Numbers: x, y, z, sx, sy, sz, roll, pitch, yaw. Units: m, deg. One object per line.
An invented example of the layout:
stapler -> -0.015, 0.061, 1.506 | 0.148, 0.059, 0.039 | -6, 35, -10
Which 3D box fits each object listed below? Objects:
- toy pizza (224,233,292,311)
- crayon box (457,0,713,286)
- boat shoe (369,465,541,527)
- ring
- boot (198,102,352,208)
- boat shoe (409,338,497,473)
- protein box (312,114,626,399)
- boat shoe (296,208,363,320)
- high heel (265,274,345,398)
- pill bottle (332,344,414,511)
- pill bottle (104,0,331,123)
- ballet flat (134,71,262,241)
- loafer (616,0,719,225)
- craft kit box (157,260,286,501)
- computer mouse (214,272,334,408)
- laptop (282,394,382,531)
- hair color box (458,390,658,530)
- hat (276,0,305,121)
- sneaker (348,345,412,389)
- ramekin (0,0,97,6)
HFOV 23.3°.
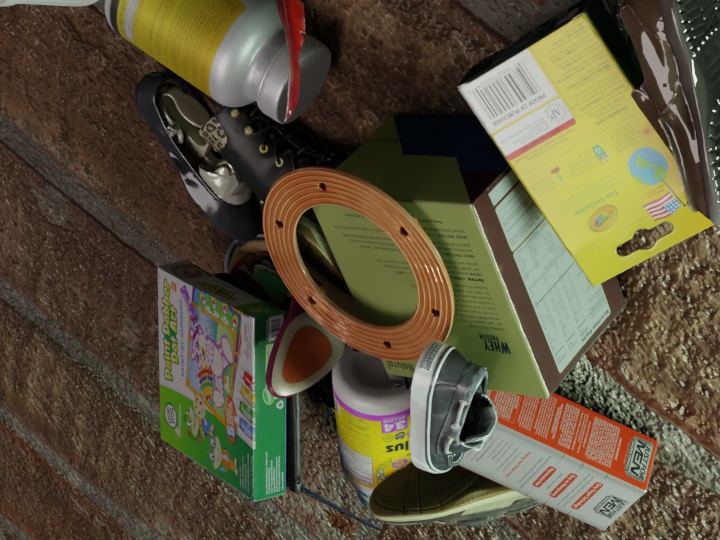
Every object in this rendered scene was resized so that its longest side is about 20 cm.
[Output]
toy pizza -> -0.076, 0.048, 1.893 | 0.199, 0.032, 0.201 | 30, 143, 25
crayon box -> 0.184, -0.100, 1.384 | 0.126, 0.051, 0.201 | -27, 104, 29
boat shoe -> 0.109, 0.232, 1.784 | 0.199, 0.072, 0.066 | -16, 130, 13
ring -> -0.001, -0.007, 1.505 | 0.199, 0.019, 0.202 | 26, 140, 23
boot -> -0.068, -0.112, 1.671 | 0.154, 0.073, 0.203 | 49, 150, -7
boat shoe -> 0.087, 0.130, 1.525 | 0.067, 0.072, 0.201 | 23, 151, 17
protein box -> 0.095, -0.017, 1.536 | 0.197, 0.135, 0.201 | 5, 129, 45
boat shoe -> 0.000, 0.000, 1.626 | 0.073, 0.065, 0.200 | 22, 160, 40
high heel -> -0.055, 0.056, 1.727 | 0.068, 0.200, 0.096 | 49, 142, -17
pill bottle -> 0.026, 0.167, 1.839 | 0.104, 0.104, 0.201 | 26, 143, 27
pill bottle -> -0.128, -0.220, 1.593 | 0.199, 0.112, 0.113 | 35, 146, 18
ballet flat -> -0.157, -0.118, 1.775 | 0.201, 0.073, 0.073 | 55, 146, -9
loafer -> 0.245, -0.131, 1.312 | 0.071, 0.073, 0.202 | 5, 119, 45
craft kit box -> -0.146, 0.112, 1.823 | 0.197, 0.048, 0.203 | 25, 119, 53
computer mouse -> -0.108, 0.069, 1.865 | 0.199, 0.053, 0.140 | 28, 141, 37
laptop -> -0.075, 0.172, 1.876 | 0.186, 0.115, 0.203 | 19, 114, 51
hair color box -> 0.169, 0.166, 1.658 | 0.198, 0.062, 0.102 | 26, 145, -5
hat -> -0.074, -0.276, 1.411 | 0.199, 0.176, 0.166 | 35, 146, 16
sneaker -> 0.073, 0.089, 1.717 | 0.199, 0.091, 0.076 | 27, 142, 25
ramekin -> -0.277, -0.334, 1.575 | 0.200, 0.097, 0.203 | -10, 78, 61
